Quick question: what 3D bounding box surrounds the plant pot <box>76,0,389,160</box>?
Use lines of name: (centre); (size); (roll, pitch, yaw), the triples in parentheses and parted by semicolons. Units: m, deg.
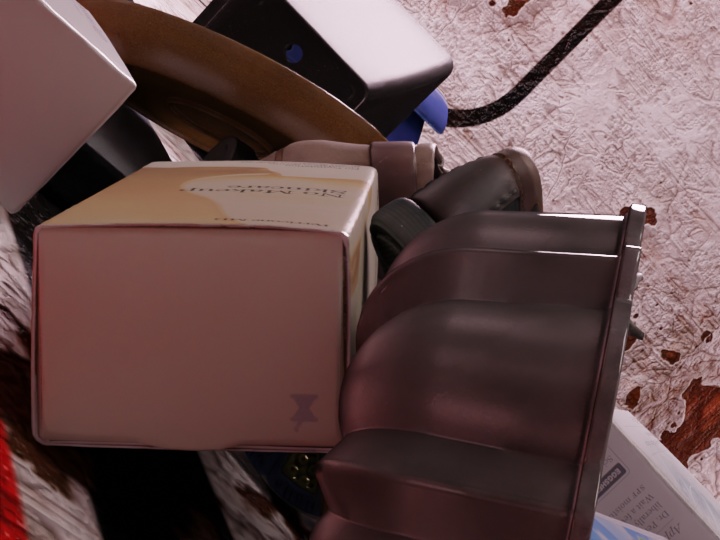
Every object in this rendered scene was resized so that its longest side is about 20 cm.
plant pot: (-0.072, -0.087, 0.861); (0.198, 0.028, 0.200); (26, -8, 4)

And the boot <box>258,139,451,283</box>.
boot: (0.000, 0.000, 0.763); (0.200, 0.145, 0.071); (42, 41, -61)

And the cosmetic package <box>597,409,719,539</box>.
cosmetic package: (0.171, 0.190, 0.891); (0.200, 0.123, 0.199); (49, 7, 13)

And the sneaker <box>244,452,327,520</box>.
sneaker: (0.006, 0.096, 0.694); (0.201, 0.075, 0.088); (52, -7, 18)

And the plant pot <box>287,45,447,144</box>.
plant pot: (-0.032, -0.177, 1.621); (0.200, 0.180, 0.200); (48, 7, 20)

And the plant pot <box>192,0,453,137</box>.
plant pot: (-0.066, -0.165, 1.344); (0.200, 0.200, 0.177); (46, 19, -2)

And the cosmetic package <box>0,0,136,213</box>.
cosmetic package: (-0.194, -0.126, 0.639); (0.200, 0.081, 0.113); (41, 6, -35)

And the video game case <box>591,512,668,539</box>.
video game case: (0.159, 0.176, 0.658); (0.182, 0.022, 0.200); (49, 9, 27)

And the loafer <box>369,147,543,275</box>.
loafer: (0.061, 0.033, 0.616); (0.072, 0.063, 0.201); (46, -13, 37)

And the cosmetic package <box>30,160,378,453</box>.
cosmetic package: (-0.047, 0.005, 0.577); (0.104, 0.072, 0.200); (1, 9, 1)

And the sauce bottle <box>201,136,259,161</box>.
sauce bottle: (-0.010, 0.000, 0.885); (0.199, 0.065, 0.065); (39, 8, -23)

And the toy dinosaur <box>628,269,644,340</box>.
toy dinosaur: (0.071, 0.018, 0.841); (0.134, 0.102, 0.202); (16, 52, -25)

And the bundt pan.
bundt pan: (0.029, 0.072, 0.467); (0.075, 0.204, 0.202); (12, 2, 8)

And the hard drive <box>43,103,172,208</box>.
hard drive: (-0.147, -0.073, 0.845); (0.139, 0.033, 0.200); (42, 8, -36)
